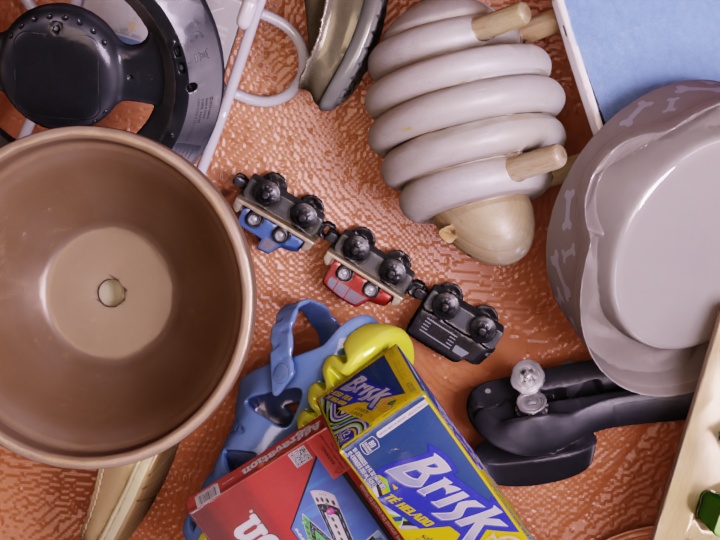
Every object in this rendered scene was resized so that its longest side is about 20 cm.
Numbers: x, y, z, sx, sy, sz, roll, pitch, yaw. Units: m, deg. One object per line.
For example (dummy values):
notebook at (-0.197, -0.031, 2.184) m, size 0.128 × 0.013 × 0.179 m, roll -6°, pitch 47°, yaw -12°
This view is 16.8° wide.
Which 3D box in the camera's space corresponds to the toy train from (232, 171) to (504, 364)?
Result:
toy train at (0.000, 0.000, 1.558) m, size 0.199 × 0.034 × 0.046 m, roll 32°, pitch 107°, yaw -1°

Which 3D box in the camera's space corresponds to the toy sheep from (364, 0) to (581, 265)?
toy sheep at (0.066, -0.100, 1.501) m, size 0.137 × 0.138 × 0.202 m, roll -12°, pitch 79°, yaw 3°

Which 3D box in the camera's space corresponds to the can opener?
can opener at (0.164, 0.079, 1.552) m, size 0.198 × 0.079 × 0.064 m, roll -15°, pitch 55°, yaw 0°

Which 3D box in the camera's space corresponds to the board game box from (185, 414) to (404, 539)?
board game box at (-0.015, 0.192, 1.538) m, size 0.103 × 0.019 × 0.201 m, roll -32°, pitch 118°, yaw 5°

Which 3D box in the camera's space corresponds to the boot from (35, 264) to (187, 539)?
boot at (-0.185, 0.067, 1.550) m, size 0.154 × 0.073 × 0.201 m, roll 20°, pitch 102°, yaw 5°

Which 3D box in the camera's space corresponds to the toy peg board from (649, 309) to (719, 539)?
toy peg board at (0.285, 0.143, 1.440) m, size 0.198 × 0.098 × 0.202 m, roll 17°, pitch 92°, yaw 2°

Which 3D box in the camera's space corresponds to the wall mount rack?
wall mount rack at (-0.140, -0.123, 1.534) m, size 0.199 × 0.075 × 0.175 m, roll 21°, pitch 114°, yaw 2°

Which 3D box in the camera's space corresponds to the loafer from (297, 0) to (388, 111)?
loafer at (-0.012, -0.200, 1.526) m, size 0.069 × 0.075 × 0.202 m, roll 13°, pitch 85°, yaw 2°

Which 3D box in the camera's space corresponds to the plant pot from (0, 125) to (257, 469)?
plant pot at (-0.157, 0.014, 1.463) m, size 0.199 × 0.093 × 0.203 m, roll 0°, pitch 93°, yaw 5°

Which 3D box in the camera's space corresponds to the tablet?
tablet at (0.216, -0.158, 1.512) m, size 0.199 × 0.014 × 0.131 m, roll -19°, pitch 93°, yaw -20°

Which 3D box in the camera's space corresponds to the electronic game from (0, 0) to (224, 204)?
electronic game at (-0.180, -0.124, 1.482) m, size 0.198 × 0.042 × 0.202 m, roll 3°, pitch 116°, yaw 6°

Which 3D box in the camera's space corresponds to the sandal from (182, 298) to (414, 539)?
sandal at (-0.049, 0.097, 1.554) m, size 0.087 × 0.079 × 0.200 m, roll 44°, pitch 103°, yaw 33°

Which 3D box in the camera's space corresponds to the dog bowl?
dog bowl at (0.199, -0.025, 1.486) m, size 0.199 × 0.059 × 0.201 m, roll -18°, pitch 125°, yaw -26°

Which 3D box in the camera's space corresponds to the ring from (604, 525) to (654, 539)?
ring at (0.200, 0.263, 1.577) m, size 0.199 × 0.019 × 0.202 m, roll 0°, pitch 94°, yaw 1°

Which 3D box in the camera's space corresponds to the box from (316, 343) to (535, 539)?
box at (0.054, 0.145, 1.507) m, size 0.064 × 0.070 × 0.200 m, roll -34°, pitch 119°, yaw 3°
